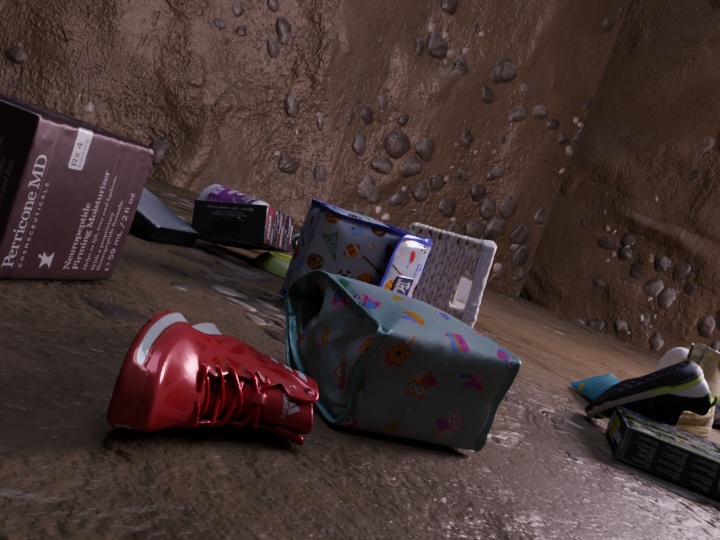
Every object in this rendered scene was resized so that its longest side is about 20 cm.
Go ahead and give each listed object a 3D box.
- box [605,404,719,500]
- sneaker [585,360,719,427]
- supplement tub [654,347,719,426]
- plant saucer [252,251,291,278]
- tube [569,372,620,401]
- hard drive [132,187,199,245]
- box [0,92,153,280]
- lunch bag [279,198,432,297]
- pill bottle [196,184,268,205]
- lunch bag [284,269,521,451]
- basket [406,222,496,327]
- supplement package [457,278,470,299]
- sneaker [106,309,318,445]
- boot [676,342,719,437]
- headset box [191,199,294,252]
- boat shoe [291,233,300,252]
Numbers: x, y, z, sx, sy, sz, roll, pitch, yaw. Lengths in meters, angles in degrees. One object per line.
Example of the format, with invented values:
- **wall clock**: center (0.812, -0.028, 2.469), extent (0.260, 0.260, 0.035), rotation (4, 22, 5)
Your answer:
- **box**: center (0.421, 0.240, 1.014), extent (0.200, 0.044, 0.160), rotation (21, 5, 11)
- **sneaker**: center (0.406, 0.194, 1.122), extent (0.072, 0.083, 0.200), rotation (-24, -7, -39)
- **supplement tub**: center (0.721, 0.247, 1.641), extent (0.200, 0.132, 0.132), rotation (19, 5, -8)
- **plant saucer**: center (-0.117, 0.000, 1.594), extent (0.200, 0.031, 0.200), rotation (19, 5, -2)
- **tube**: center (0.416, 0.205, 1.349), extent (0.077, 0.050, 0.200), rotation (-10, 3, 2)
- **hard drive**: center (-0.400, -0.117, 1.440), extent (0.200, 0.033, 0.140), rotation (39, 9, 17)
- **box**: center (-0.358, -0.092, 0.838), extent (0.164, 0.166, 0.200), rotation (22, 6, 16)
- **lunch bag**: center (0.000, 0.000, 1.237), extent (0.200, 0.170, 0.124), rotation (19, 8, -20)
- **pill bottle**: center (-0.267, -0.116, 1.798), extent (0.200, 0.112, 0.112), rotation (22, 5, 24)
- **lunch bag**: center (0.025, 0.078, 0.781), extent (0.170, 0.122, 0.200), rotation (16, 12, -29)
- **basket**: center (0.146, 0.023, 1.448), extent (0.161, 0.198, 0.200), rotation (16, 5, 6)
- **supplement package**: center (0.208, 0.013, 2.063), extent (0.191, 0.147, 0.200), rotation (20, 5, 3)
- **sneaker**: center (-0.087, 0.080, 0.555), extent (0.115, 0.078, 0.200), rotation (19, 6, 6)
- **boot**: center (0.543, 0.194, 1.355), extent (0.200, 0.156, 0.073), rotation (17, 6, -25)
- **headset box**: center (-0.229, -0.086, 1.551), extent (0.149, 0.077, 0.200), rotation (5, -4, 12)
- **boat shoe**: center (-0.077, -0.038, 1.921), extent (0.200, 0.072, 0.071), rotation (22, 0, -2)
